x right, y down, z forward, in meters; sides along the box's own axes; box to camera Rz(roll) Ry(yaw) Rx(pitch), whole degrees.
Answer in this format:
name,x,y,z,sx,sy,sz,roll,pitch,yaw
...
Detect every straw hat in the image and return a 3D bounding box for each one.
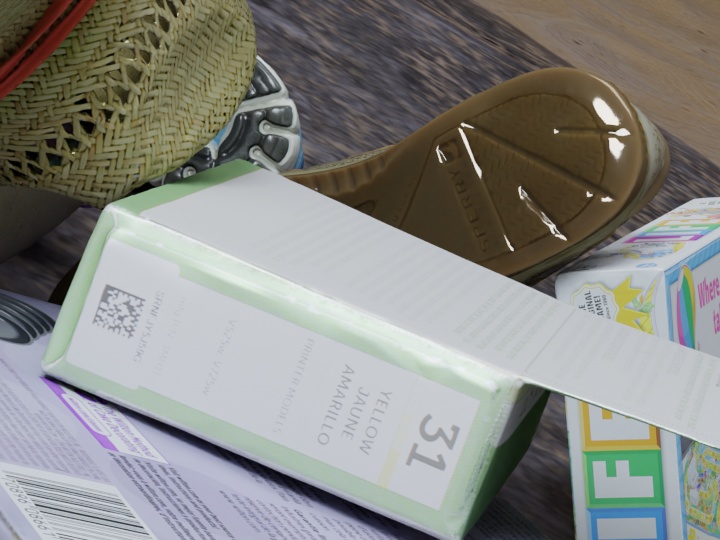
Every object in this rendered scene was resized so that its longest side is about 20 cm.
name,x,y,z,sx,sy,sz,roll,pitch,yaw
straw hat,-0.071,-0.060,0.720,0.085,0.201,0.201,44,9,-22

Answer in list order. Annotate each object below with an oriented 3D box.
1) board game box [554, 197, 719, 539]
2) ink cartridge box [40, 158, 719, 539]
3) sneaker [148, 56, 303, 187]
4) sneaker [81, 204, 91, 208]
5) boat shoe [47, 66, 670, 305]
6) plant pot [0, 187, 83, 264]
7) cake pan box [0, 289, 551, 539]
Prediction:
name,x,y,z,sx,sy,sz,roll,pitch,yaw
board game box,0.108,0.053,0.967,0.034,0.135,0.200,-2,6,19
ink cartridge box,0.039,0.032,0.709,0.199,0.048,0.146,23,9,6
sneaker,-0.105,-0.080,1.181,0.200,0.079,0.090,36,-1,16
sneaker,-0.139,-0.071,1.061,0.200,0.080,0.089,19,-40,48
boat shoe,0.000,0.000,0.906,0.064,0.199,0.072,16,56,-70
plant pot,-0.148,-0.067,0.871,0.199,0.200,0.135,23,49,-14
cake pan box,-0.032,0.064,0.669,0.183,0.053,0.200,14,13,-33
